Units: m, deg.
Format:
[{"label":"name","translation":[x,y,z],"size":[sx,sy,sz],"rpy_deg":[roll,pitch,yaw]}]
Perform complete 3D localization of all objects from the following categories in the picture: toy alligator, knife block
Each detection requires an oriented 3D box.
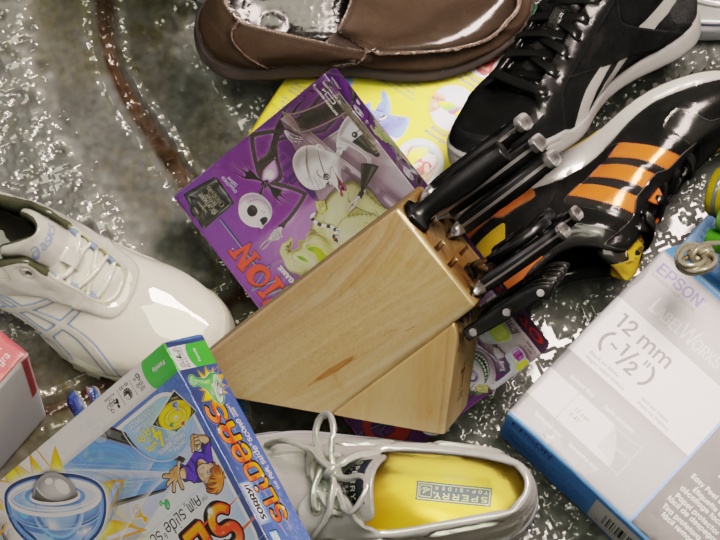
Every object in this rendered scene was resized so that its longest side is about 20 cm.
[{"label":"toy alligator","translation":[0.225,-0.025,1.577],"size":[0.059,0.054,0.200],"rpy_deg":[18,35,25]},{"label":"knife block","translation":[0.017,-0.007,1.508],"size":[0.199,0.064,0.176],"rpy_deg":[9,104,12]}]

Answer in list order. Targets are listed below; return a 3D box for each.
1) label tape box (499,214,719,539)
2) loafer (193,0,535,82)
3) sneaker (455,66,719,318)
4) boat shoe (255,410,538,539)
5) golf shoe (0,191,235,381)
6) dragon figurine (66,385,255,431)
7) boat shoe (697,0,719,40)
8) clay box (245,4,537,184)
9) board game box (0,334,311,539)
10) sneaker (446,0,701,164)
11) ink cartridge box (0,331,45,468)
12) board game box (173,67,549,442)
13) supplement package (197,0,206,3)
[{"label":"label tape box","translation":[0.198,0.066,1.575],"size":[0.143,0.066,0.200],"rpy_deg":[43,79,10]},{"label":"loafer","translation":[0.005,-0.148,1.577],"size":[0.199,0.071,0.073],"rpy_deg":[-10,74,-6]},{"label":"sneaker","translation":[0.154,-0.037,1.591],"size":[0.200,0.070,0.090],"rpy_deg":[-28,60,-2]},{"label":"boat shoe","translation":[-0.004,0.118,1.481],"size":[0.201,0.086,0.075],"rpy_deg":[4,73,2]},{"label":"golf shoe","translation":[-0.168,0.005,1.569],"size":[0.199,0.097,0.079],"rpy_deg":[19,73,3]},{"label":"dragon figurine","translation":[-0.081,0.132,1.553],"size":[0.099,0.059,0.200],"rpy_deg":[-40,78,-11]},{"label":"boat shoe","translation":[0.154,-0.202,1.649],"size":[0.199,0.065,0.074],"rpy_deg":[23,74,5]},{"label":"clay box","translation":[0.013,-0.095,1.625],"size":[0.115,0.048,0.200],"rpy_deg":[32,75,6]},{"label":"board game box","translation":[-0.125,0.143,1.495],"size":[0.200,0.034,0.136],"rpy_deg":[-40,73,35]},{"label":"sneaker","translation":[0.112,-0.145,1.559],"size":[0.073,0.112,0.200],"rpy_deg":[20,45,39]},{"label":"ink cartridge box","translation":[-0.280,0.033,1.533],"size":[0.200,0.144,0.084],"rpy_deg":[38,75,8]},{"label":"board game box","translation":[0.000,0.000,1.561],"size":[0.120,0.032,0.200],"rpy_deg":[-38,91,23]},{"label":"supplement package","translation":[-0.102,-0.292,1.624],"size":[0.150,0.152,0.200],"rpy_deg":[27,75,6]}]
